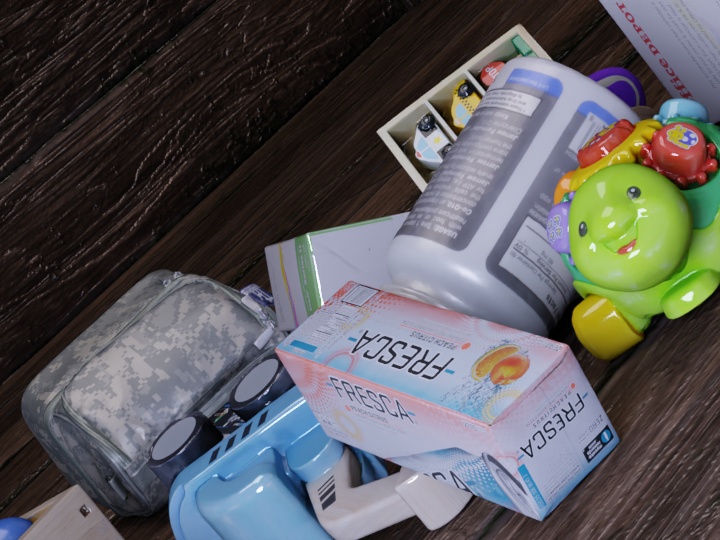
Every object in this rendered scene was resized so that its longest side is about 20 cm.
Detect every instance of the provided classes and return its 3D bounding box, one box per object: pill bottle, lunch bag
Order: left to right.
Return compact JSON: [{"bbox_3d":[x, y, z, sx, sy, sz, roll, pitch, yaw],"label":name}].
[{"bbox_3d":[-0.153,0.101,1.798,0.200,0.140,0.167,-42,25,-19],"label":"lunch bag"},{"bbox_3d":[0.086,-0.019,1.353,0.201,0.113,0.114,-57,13,-14],"label":"pill bottle"}]

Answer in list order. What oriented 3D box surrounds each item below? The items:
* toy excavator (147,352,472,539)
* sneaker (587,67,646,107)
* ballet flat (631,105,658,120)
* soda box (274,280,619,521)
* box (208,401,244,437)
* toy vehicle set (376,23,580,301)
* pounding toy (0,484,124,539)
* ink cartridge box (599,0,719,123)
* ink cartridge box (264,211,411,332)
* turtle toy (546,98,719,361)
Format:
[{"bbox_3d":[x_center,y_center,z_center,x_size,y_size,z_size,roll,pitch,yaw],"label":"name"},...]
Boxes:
[{"bbox_3d":[-0.024,0.129,1.292,0.194,0.100,0.200,-36,23,10],"label":"toy excavator"},{"bbox_3d":[0.148,-0.072,1.558,0.200,0.069,0.100,-52,-1,-20],"label":"sneaker"},{"bbox_3d":[0.139,-0.027,1.471,0.200,0.068,0.072,-40,29,-5],"label":"ballet flat"},{"bbox_3d":[0.041,0.065,1.161,0.064,0.069,0.199,-42,29,-20],"label":"soda box"},{"bbox_3d":[-0.050,0.103,1.614,0.159,0.046,0.200,-41,9,-18],"label":"box"},{"bbox_3d":[0.109,-0.065,1.463,0.124,0.027,0.200,-37,50,2],"label":"toy vehicle set"},{"bbox_3d":[-0.276,0.248,1.488,0.200,0.143,0.184,-30,11,42],"label":"pounding toy"},{"bbox_3d":[0.274,-0.199,1.541,0.125,0.129,0.200,-42,10,-26],"label":"ink cartridge box"},{"bbox_3d":[0.000,0.000,1.587,0.116,0.068,0.200,-12,0,-14],"label":"ink cartridge box"},{"bbox_3d":[0.162,-0.030,1.230,0.145,0.101,0.200,-36,9,17],"label":"turtle toy"}]
